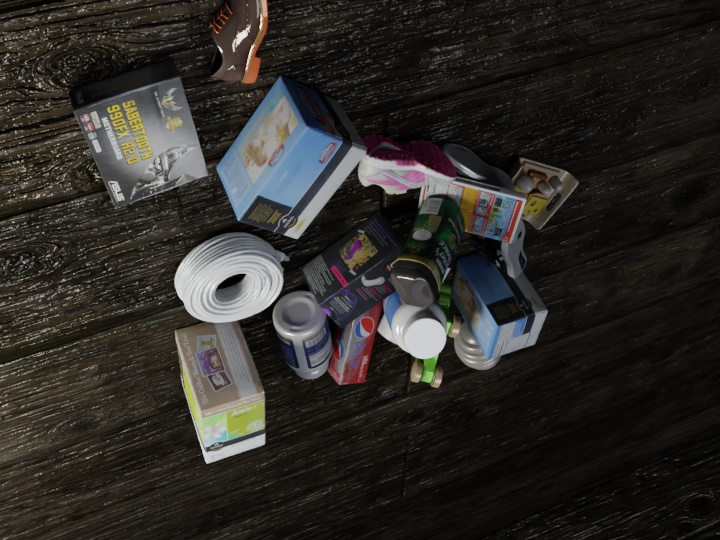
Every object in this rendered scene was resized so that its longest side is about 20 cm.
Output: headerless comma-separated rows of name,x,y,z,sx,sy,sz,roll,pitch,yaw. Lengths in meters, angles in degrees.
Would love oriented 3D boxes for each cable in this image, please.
cable,-0.241,0.018,1.557,0.199,0.070,0.200,-36,144,10

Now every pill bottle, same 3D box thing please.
pill bottle,0.110,0.097,1.656,0.110,0.200,0.114,-2,108,-5
pill bottle,-0.116,0.142,1.756,0.109,0.112,0.201,-21,144,-10

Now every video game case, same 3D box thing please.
video game case,0.212,-0.123,1.626,0.197,0.018,0.144,15,147,6

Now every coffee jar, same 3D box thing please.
coffee jar,0.128,-0.034,1.588,0.202,0.084,0.105,-64,146,-30

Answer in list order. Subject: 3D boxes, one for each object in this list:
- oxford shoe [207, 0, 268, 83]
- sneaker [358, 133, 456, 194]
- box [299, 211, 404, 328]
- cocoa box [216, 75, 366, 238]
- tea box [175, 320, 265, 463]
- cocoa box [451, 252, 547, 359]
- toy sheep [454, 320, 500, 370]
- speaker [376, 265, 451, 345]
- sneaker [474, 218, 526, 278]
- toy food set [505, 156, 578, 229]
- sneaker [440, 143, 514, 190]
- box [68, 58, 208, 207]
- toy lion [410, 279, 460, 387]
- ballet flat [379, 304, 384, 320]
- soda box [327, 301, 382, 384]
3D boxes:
oxford shoe,-0.173,-0.345,1.168,0.071,0.072,0.202,-6,139,-20
sneaker,0.079,-0.184,1.522,0.197,0.082,0.089,9,138,-20
box,0.000,0.000,1.667,0.198,0.107,0.122,-34,145,5
cocoa box,-0.114,-0.177,1.339,0.130,0.134,0.200,15,126,-43
tea box,-0.279,0.236,1.681,0.132,0.202,0.198,-15,143,-17
cocoa box,0.303,0.070,1.877,0.129,0.202,0.134,-15,143,-16
toy sheep,0.287,0.169,2.043,0.137,0.139,0.201,-30,144,3
speaker,0.114,0.057,1.791,0.080,0.081,0.202,15,108,-44
sneaker,0.287,-0.064,1.778,0.073,0.111,0.201,-49,150,-18
toy food set,0.353,-0.153,1.762,0.198,0.061,0.144,8,130,-39
sneaker,0.203,-0.173,1.631,0.198,0.072,0.099,23,133,-38
box,-0.325,-0.201,1.254,0.156,0.049,0.201,-20,143,-12
toy lion,0.160,0.126,1.853,0.067,0.192,0.203,13,112,-8
ballet flat,0.102,0.115,1.910,0.063,0.069,0.200,-41,143,9
soda box,-0.013,0.141,1.806,0.069,0.063,0.203,0,113,-33
